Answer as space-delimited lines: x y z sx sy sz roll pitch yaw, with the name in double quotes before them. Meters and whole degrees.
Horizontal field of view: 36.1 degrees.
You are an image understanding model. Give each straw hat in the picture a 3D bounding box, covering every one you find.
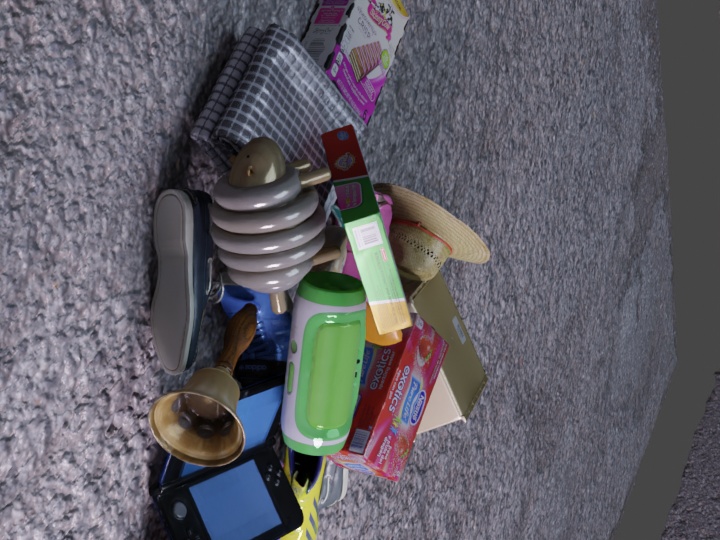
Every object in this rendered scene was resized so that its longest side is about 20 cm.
"straw hat" 0.078 -0.033 1.582 0.085 0.200 0.201 -59 146 -14

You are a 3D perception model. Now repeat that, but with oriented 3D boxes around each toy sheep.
"toy sheep" -0.095 -0.045 1.187 0.138 0.137 0.202 -38 126 -52

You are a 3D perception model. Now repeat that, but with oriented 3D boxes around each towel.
"towel" -0.088 -0.161 1.286 0.200 0.085 0.167 46 57 -43

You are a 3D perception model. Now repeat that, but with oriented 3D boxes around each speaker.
"speaker" -0.043 0.107 1.279 0.088 0.088 0.202 -22 124 -58

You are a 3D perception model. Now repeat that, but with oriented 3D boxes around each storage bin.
"storage bin" 0.097 0.113 1.639 0.201 0.093 0.199 65 22 -8

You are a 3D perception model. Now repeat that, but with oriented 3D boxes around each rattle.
"rattle" 0.000 0.000 1.390 0.200 0.141 0.131 -53 144 -67

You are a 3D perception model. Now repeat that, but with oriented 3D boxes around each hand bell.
"hand bell" -0.149 0.103 1.202 0.201 0.103 0.105 -73 155 -51

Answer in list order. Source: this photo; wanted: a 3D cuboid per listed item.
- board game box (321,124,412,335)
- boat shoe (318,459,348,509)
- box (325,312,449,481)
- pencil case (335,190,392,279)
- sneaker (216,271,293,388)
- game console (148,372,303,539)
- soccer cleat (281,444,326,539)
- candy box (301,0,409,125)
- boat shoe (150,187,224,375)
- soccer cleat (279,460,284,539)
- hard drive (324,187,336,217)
"board game box" 0.006 -0.049 1.234 0.201 0.040 0.154 -105 178 -56
"boat shoe" -0.056 0.234 1.509 0.062 0.072 0.202 -22 116 -50
"box" 0.024 0.157 1.428 0.095 0.099 0.201 44 61 -46
"pencil case" -0.012 -0.011 1.521 0.090 0.094 0.202 13 84 -17
"sneaker" -0.123 0.084 1.340 0.200 0.076 0.112 57 39 -60
"game console" -0.132 0.234 1.282 0.199 0.118 0.172 -15 75 -51
"soccer cleat" -0.082 0.293 1.454 0.084 0.064 0.202 -77 176 -83
"candy box" -0.010 -0.302 1.471 0.136 0.061 0.201 52 52 -53
"boat shoe" -0.189 0.012 1.207 0.062 0.074 0.202 -3 90 -50
"soccer cleat" -0.123 0.343 1.424 0.076 0.066 0.202 -13 106 -65
"hard drive" -0.091 -0.116 1.402 0.133 0.026 0.200 -67 149 -27
